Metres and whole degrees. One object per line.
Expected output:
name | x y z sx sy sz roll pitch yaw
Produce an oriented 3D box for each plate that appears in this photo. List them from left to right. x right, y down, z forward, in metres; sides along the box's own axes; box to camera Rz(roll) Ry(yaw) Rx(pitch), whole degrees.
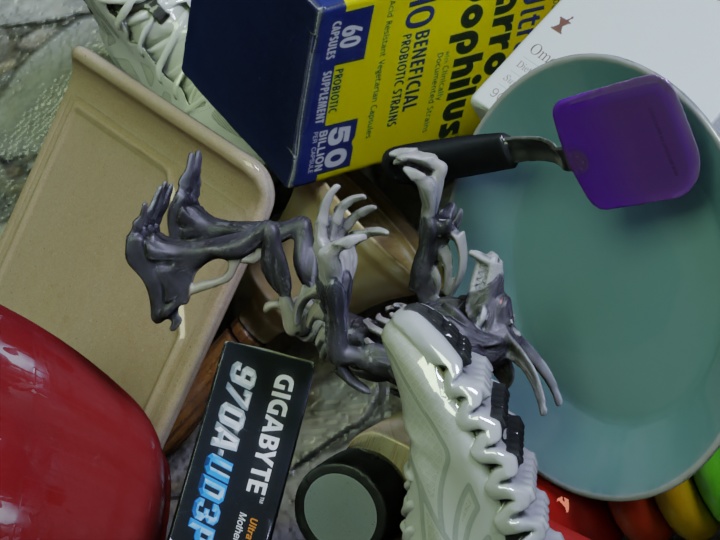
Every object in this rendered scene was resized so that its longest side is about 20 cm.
plate | 0.111 0.003 1.202 0.200 0.026 0.200 9 102 49

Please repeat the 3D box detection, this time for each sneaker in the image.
sneaker | -0.105 -0.116 1.414 0.076 0.115 0.201 -41 39 -2
sneaker | 0.043 0.112 1.100 0.081 0.075 0.200 -21 93 10

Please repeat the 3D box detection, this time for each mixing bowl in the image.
mixing bowl | -0.155 0.118 1.254 0.200 0.108 0.200 -165 90 -72

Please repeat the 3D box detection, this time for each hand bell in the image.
hand bell | -0.063 0.037 1.364 0.200 0.104 0.104 -43 52 13

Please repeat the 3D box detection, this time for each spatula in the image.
spatula | 0.074 -0.052 1.202 0.021 0.057 0.200 -34 18 -31

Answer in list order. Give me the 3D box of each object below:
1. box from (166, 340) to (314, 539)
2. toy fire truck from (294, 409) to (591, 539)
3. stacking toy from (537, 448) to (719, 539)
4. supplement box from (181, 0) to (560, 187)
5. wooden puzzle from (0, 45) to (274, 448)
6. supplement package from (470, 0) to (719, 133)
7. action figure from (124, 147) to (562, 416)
box | -0.073 0.156 1.223 0.046 0.159 0.200 15 55 -1
toy fire truck | 0.069 0.171 1.191 0.200 0.129 0.176 24 110 20
stacking toy | 0.160 0.089 1.222 0.200 0.085 0.085 -21 55 18
supplement box | 0.027 -0.135 1.334 0.200 0.109 0.110 -18 47 -30
wooden puzzle | -0.126 0.007 1.374 0.185 0.037 0.200 34 107 46
supplement package | 0.174 -0.100 1.298 0.200 0.117 0.117 -48 53 -7
action figure | 0.000 0.000 1.195 0.200 0.119 0.102 17 106 13
